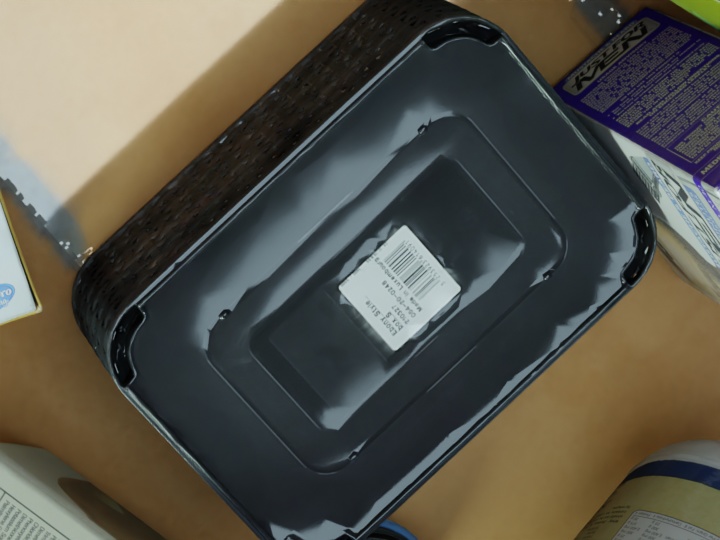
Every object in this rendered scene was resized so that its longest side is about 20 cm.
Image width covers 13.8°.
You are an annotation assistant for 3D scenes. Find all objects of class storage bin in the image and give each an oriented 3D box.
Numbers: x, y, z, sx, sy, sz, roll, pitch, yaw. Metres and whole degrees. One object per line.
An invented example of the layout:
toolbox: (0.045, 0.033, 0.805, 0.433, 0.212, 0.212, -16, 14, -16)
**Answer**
storage bin: (0.000, 0.000, 1.178, 0.200, 0.094, 0.135, -42, 109, -1)

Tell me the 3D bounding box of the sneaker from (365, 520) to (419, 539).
sneaker: (-0.050, 0.176, 1.210, 0.199, 0.083, 0.071, -37, 108, -4)

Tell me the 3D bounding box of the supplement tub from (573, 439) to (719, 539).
supplement tub: (0.117, 0.182, 1.191, 0.200, 0.144, 0.145, -47, 111, -28)

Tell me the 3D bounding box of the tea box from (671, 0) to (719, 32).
tea box: (0.146, -0.197, 1.071, 0.196, 0.134, 0.201, 29, 94, -20)

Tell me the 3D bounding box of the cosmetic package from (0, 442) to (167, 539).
cosmetic package: (-0.086, 0.163, 1.152, 0.200, 0.071, 0.105, 36, 95, 15)

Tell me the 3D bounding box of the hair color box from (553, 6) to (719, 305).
hair color box: (0.152, -0.029, 1.154, 0.065, 0.200, 0.109, -39, 109, -1)

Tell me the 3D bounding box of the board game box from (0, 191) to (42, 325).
board game box: (-0.224, -0.055, 1.134, 0.152, 0.040, 0.201, -19, 106, -10)
